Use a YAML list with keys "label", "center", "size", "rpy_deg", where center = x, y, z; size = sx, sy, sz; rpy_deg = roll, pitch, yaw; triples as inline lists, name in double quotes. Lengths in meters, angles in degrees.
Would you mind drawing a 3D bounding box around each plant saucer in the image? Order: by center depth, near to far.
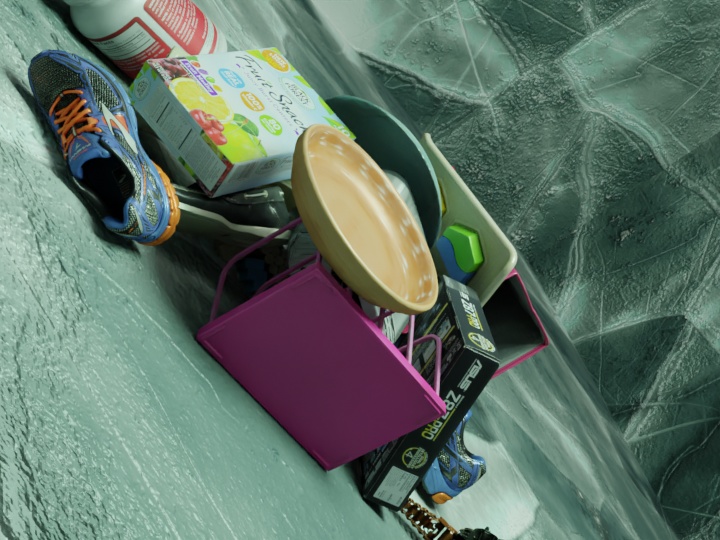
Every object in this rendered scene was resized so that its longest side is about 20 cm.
- label: "plant saucer"
  center: [-0.001, -0.042, 1.149]
  size: [0.200, 0.037, 0.200]
  rpy_deg: [46, 24, -28]
- label: "plant saucer"
  center: [0.025, -0.106, 1.359]
  size: [0.201, 0.039, 0.201]
  rpy_deg: [34, -37, 31]

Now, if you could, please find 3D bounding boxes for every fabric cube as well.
- label: "fabric cube"
  center: [0.101, 0.028, 1.636]
  size: [0.200, 0.196, 0.200]
  rpy_deg: [62, 3, 37]

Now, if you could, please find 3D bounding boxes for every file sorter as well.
- label: "file sorter"
  center: [-0.030, 0.061, 1.185]
  size: [0.200, 0.139, 0.126]
  rpy_deg: [49, 26, -27]

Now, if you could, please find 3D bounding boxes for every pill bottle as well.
- label: "pill bottle"
  center: [-0.248, -0.282, 1.390]
  size: [0.200, 0.112, 0.112]
  rpy_deg: [43, 17, -46]

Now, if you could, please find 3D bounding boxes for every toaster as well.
- label: "toaster"
  center: [0.000, 0.000, 1.308]
  size: [0.129, 0.113, 0.200]
  rpy_deg: [-56, 141, -44]

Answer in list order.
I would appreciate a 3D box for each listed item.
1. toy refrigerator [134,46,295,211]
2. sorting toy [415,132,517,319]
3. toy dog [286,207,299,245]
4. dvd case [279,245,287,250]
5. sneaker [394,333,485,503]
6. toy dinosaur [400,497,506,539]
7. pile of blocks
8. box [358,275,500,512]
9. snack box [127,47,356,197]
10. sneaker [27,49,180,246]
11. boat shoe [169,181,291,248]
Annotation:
- label: "toy refrigerator"
  center: [-0.139, -0.150, 1.347]
  size: [0.200, 0.070, 0.076]
  rpy_deg: [32, 62, -16]
- label: "sorting toy"
  center: [0.073, -0.023, 1.401]
  size: [0.036, 0.185, 0.200]
  rpy_deg: [-7, 55, -39]
- label: "toy dog"
  center: [-0.080, -0.038, 1.443]
  size: [0.200, 0.132, 0.096]
  rpy_deg: [59, -27, -1]
- label: "dvd case"
  center: [-0.036, 0.044, 1.557]
  size: [0.200, 0.018, 0.143]
  rpy_deg: [37, 21, -57]
- label: "sneaker"
  center: [0.088, 0.165, 1.453]
  size: [0.075, 0.078, 0.200]
  rpy_deg: [-7, 76, -80]
- label: "toy dinosaur"
  center: [0.109, 0.309, 1.293]
  size: [0.200, 0.102, 0.136]
  rpy_deg: [21, -4, 2]
- label: "pile of blocks"
  center: [-0.119, -0.013, 1.333]
  size: [0.062, 0.082, 0.200]
  rpy_deg: [-17, -78, 57]
- label: "box"
  center: [0.063, 0.125, 1.293]
  size: [0.049, 0.200, 0.161]
  rpy_deg: [25, 20, -17]
- label: "snack box"
  center: [-0.116, -0.154, 1.251]
  size: [0.142, 0.053, 0.200]
  rpy_deg: [50, 35, 15]
- label: "sneaker"
  center: [-0.231, -0.112, 1.097]
  size: [0.200, 0.075, 0.078]
  rpy_deg: [55, 15, 6]
- label: "boat shoe"
  center: [-0.144, -0.067, 1.229]
  size: [0.200, 0.072, 0.068]
  rpy_deg: [10, 77, -52]
